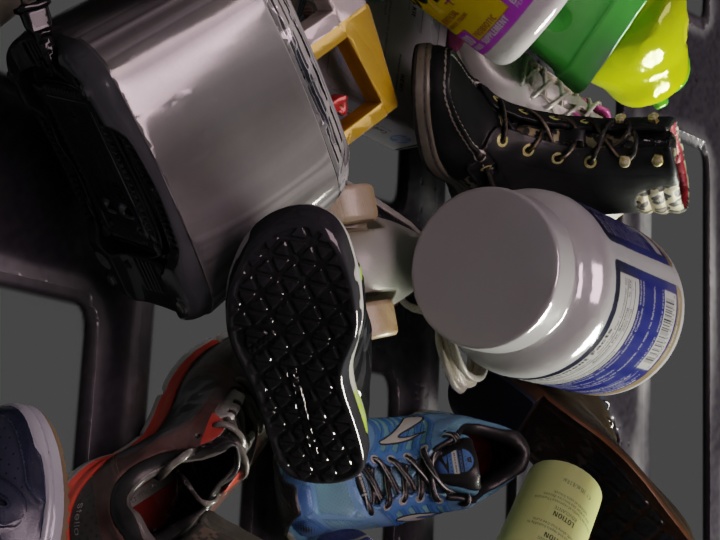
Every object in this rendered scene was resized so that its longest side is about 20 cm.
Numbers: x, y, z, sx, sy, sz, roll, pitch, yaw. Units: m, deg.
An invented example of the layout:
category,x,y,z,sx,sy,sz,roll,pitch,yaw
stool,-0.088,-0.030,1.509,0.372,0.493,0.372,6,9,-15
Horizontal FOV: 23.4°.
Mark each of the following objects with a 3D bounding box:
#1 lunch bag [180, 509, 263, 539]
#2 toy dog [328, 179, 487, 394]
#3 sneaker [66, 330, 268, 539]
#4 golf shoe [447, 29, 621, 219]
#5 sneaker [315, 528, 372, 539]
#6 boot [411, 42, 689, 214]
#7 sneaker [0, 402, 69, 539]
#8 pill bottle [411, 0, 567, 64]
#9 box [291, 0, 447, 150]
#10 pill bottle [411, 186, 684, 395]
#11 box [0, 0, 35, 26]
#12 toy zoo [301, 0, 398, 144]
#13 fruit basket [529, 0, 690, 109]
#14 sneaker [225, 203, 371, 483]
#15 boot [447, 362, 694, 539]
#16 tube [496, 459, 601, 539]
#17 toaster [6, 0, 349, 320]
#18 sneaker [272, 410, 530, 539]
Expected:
category,x,y,z,sx,sy,sz,roll,pitch,yaw
lunch bag,-0.080,0.256,0.904,0.164,0.117,0.201,-44,143,-39
toy dog,0.000,0.000,1.083,0.200,0.096,0.132,31,57,-56
sneaker,-0.081,0.100,0.962,0.200,0.082,0.077,-47,117,-41
golf shoe,0.132,-0.110,1.213,0.200,0.091,0.075,53,40,-32
sneaker,0.036,0.207,1.080,0.200,0.080,0.115,54,44,-34
boot,0.123,-0.088,1.116,0.204,0.153,0.074,54,36,-57
sneaker,-0.208,0.152,0.826,0.108,0.070,0.201,24,69,-44
pill bottle,0.038,-0.220,1.041,0.200,0.104,0.104,36,54,-6
box,-0.022,-0.184,1.110,0.200,0.041,0.157,22,68,-42
pill bottle,0.117,0.012,1.073,0.200,0.115,0.116,18,69,-60
box,-0.171,-0.199,0.932,0.200,0.068,0.082,-45,114,-41
toy zoo,-0.059,-0.114,1.018,0.200,0.020,0.131,-38,115,-22
fruit basket,0.169,-0.204,1.198,0.215,0.156,0.216,25,28,-15
sneaker,-0.030,0.029,0.941,0.083,0.071,0.200,-82,173,-46
boot,0.160,0.115,1.182,0.200,0.075,0.097,42,37,6
tube,0.095,0.203,1.048,0.200,0.058,0.052,-59,143,-40
toaster,-0.095,-0.083,0.921,0.129,0.113,0.201,-36,118,-26
sneaker,0.028,0.118,1.070,0.200,0.090,0.079,-10,90,-46
